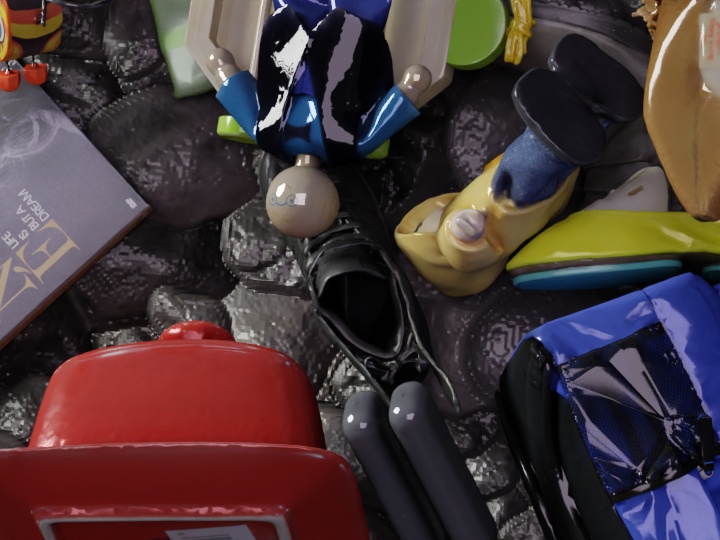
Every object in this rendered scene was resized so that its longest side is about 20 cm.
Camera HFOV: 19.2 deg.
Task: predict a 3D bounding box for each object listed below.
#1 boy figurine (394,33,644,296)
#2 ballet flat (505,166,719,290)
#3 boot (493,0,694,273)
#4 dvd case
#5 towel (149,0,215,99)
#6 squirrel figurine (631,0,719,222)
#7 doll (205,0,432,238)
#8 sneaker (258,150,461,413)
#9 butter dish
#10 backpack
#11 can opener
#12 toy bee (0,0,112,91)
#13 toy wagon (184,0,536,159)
[{"bbox_3d":[0.081,-0.048,1.145,0.064,0.200,0.124,44,59,1],"label":"boy figurine"},{"bbox_3d":[0.177,-0.023,1.150,0.199,0.067,0.067,0,80,-2],"label":"ballet flat"},{"bbox_3d":[0.135,-0.074,1.200,0.200,0.068,0.131,14,88,9],"label":"boot"},{"bbox_3d":[-0.244,-0.022,1.249,0.200,0.016,0.149,-43,80,-2],"label":"dvd case"},{"bbox_3d":[-0.035,-0.197,1.243,0.200,0.031,0.150,-18,78,8],"label":"towel"},{"bbox_3d":[0.226,-0.115,1.083,0.142,0.186,0.200,-43,61,26],"label":"squirrel figurine"},{"bbox_3d":[-0.025,-0.117,1.155,0.136,0.048,0.201,2,86,25],"label":"doll"},{"bbox_3d":[-0.003,0.001,1.177,0.060,0.104,0.200,-28,79,1],"label":"sneaker"},{"bbox_3d":[-0.092,0.096,1.149,0.199,0.200,0.148,0,57,6],"label":"butter dish"},{"bbox_3d":[0.177,0.112,1.113,0.167,0.163,0.200,-20,78,-2],"label":"backpack"},{"bbox_3d":[0.046,0.145,1.123,0.053,0.067,0.200,-13,122,18],"label":"can opener"},{"bbox_3d":[-0.211,-0.163,1.226,0.131,0.109,0.200,-1,40,-12],"label":"toy bee"},{"bbox_3d":[0.002,-0.141,1.195,0.199,0.040,0.156,9,88,15],"label":"toy wagon"}]
